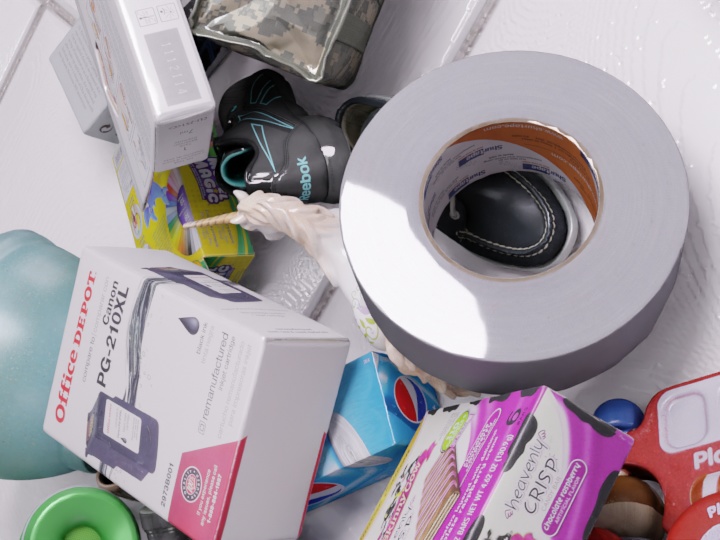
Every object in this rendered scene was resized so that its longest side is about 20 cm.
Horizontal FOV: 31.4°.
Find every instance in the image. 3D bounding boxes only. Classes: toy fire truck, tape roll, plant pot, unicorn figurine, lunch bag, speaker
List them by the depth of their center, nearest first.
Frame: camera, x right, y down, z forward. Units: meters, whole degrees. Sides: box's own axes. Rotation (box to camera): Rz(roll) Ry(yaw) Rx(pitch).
[{"bbox_3d":[0.180,0.136,0.701,0.200,0.112,0.168,-23,43,34],"label":"toy fire truck"},{"bbox_3d":[0.090,-0.029,0.762,0.200,0.066,0.200,-3,67,7],"label":"tape roll"},{"bbox_3d":[0.000,0.000,0.847,0.200,0.137,0.074,41,108,39],"label":"unicorn figurine"},{"bbox_3d":[-0.025,-0.235,0.889,0.118,0.164,0.200,21,97,2],"label":"lunch bag"},{"bbox_3d":[-0.213,0.209,0.959,0.200,0.088,0.089,138,132,-69],"label":"speaker"},{"bbox_3d":[-0.244,0.083,1.018,0.134,0.200,0.200,20,94,15],"label":"plant pot"}]

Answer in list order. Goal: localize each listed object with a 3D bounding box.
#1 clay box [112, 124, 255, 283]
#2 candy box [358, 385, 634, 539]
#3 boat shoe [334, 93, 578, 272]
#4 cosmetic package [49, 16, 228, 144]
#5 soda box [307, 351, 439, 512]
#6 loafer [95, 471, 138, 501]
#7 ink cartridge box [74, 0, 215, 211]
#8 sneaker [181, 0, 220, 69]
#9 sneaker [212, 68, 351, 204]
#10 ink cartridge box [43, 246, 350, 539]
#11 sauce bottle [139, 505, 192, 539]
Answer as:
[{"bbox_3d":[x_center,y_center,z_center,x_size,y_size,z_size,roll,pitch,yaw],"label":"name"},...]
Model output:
[{"bbox_3d":[-0.140,-0.042,1.012,0.115,0.048,0.200,-52,50,48],"label":"clay box"},{"bbox_3d":[0.060,0.143,0.721,0.136,0.061,0.200,-60,7,-17],"label":"candy box"},{"bbox_3d":[0.057,-0.060,0.862,0.200,0.060,0.076,31,101,40],"label":"boat shoe"},{"bbox_3d":[-0.167,-0.208,1.076,0.200,0.071,0.101,-45,56,24],"label":"cosmetic package"},{"bbox_3d":[-0.038,0.127,0.901,0.200,0.064,0.068,-30,63,33],"label":"soda box"},{"bbox_3d":[-0.129,0.105,0.982,0.200,0.063,0.072,-53,53,19],"label":"loafer"},{"bbox_3d":[-0.157,-0.163,0.893,0.176,0.045,0.200,125,127,-70],"label":"ink cartridge box"},{"bbox_3d":[-0.134,-0.224,0.957,0.077,0.076,0.200,20,100,11],"label":"sneaker"},{"bbox_3d":[-0.076,-0.097,0.938,0.200,0.079,0.075,-142,41,-59],"label":"sneaker"},{"bbox_3d":[-0.118,0.080,0.872,0.200,0.084,0.145,23,102,41],"label":"ink cartridge box"},{"bbox_3d":[-0.111,0.258,0.897,0.066,0.066,0.200,-13,91,38],"label":"sauce bottle"}]
